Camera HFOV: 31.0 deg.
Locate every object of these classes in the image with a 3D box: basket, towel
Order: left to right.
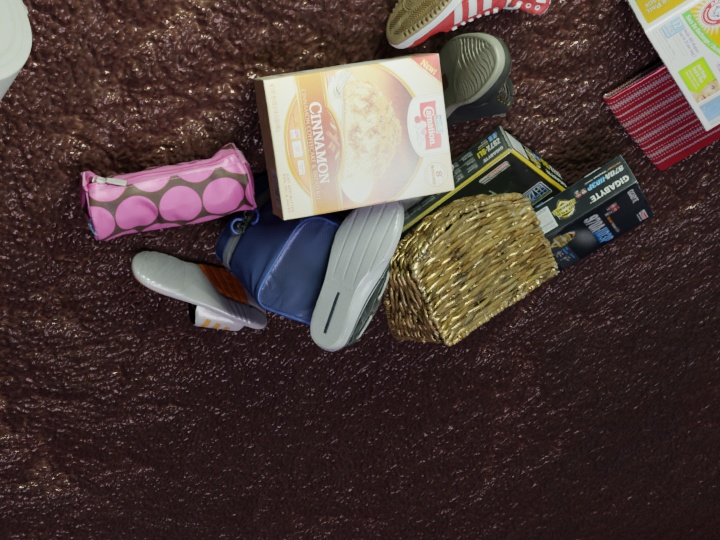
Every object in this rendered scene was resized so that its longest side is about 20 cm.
[{"bbox_3d":[0.118,-0.012,1.630,0.199,0.144,0.149,-32,-167,-21],"label":"basket"},{"bbox_3d":[0.412,-0.211,1.678,0.144,0.023,0.200,-30,142,19],"label":"towel"}]

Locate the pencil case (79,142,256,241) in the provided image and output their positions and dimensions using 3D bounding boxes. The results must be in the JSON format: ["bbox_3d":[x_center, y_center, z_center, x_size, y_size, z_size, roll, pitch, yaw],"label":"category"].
[{"bbox_3d":[-0.219,-0.092,1.483,0.198,0.091,0.094,-14,139,-12],"label":"pencil case"}]

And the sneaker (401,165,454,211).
[{"bbox_3d":[0.034,-0.133,1.560,0.114,0.076,0.200,-30,149,15],"label":"sneaker"}]

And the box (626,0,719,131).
[{"bbox_3d":[0.392,-0.275,1.491,0.112,0.102,0.200,-31,136,18],"label":"box"}]

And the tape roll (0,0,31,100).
[{"bbox_3d":[-0.410,-0.197,1.145,0.202,0.204,0.139,13,135,-38],"label":"tape roll"}]

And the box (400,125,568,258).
[{"bbox_3d":[0.154,-0.086,1.702,0.199,0.050,0.159,-36,144,22],"label":"box"}]

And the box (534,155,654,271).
[{"bbox_3d":[0.305,-0.071,1.740,0.158,0.046,0.200,-32,162,11],"label":"box"}]

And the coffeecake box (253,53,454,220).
[{"bbox_3d":[-0.007,-0.151,1.443,0.198,0.073,0.155,-11,102,-12],"label":"coffeecake box"}]

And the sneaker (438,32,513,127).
[{"bbox_3d":[0.142,-0.220,1.467,0.105,0.075,0.200,-11,173,-23],"label":"sneaker"}]

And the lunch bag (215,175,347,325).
[{"bbox_3d":[-0.081,-0.025,1.595,0.199,0.132,0.136,26,101,-45],"label":"lunch bag"}]

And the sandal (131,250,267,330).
[{"bbox_3d":[-0.214,0.031,1.668,0.206,0.080,0.059,22,130,-33],"label":"sandal"}]

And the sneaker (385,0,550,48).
[{"bbox_3d":[0.127,-0.291,1.387,0.200,0.072,0.112,-40,137,23],"label":"sneaker"}]

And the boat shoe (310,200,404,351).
[{"bbox_3d":[0.000,0.000,1.541,0.071,0.072,0.201,-1,120,-64],"label":"boat shoe"}]
